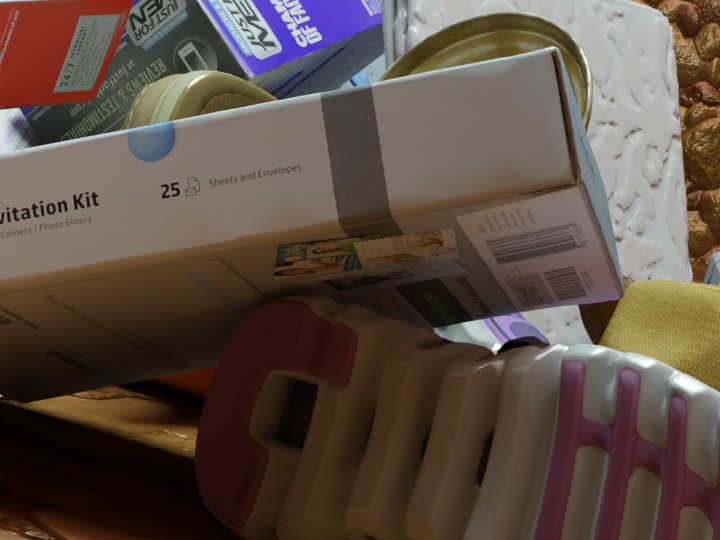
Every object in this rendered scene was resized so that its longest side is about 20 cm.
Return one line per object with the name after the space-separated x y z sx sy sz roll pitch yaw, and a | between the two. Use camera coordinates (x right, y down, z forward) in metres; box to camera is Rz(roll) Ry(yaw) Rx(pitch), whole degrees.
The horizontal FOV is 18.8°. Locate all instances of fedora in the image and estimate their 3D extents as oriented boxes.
0.152 0.053 0.835 0.200 0.082 0.201 14 4 -1 | fedora

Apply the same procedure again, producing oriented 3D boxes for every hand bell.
0.085 -0.004 0.885 0.104 0.104 0.200 18 -21 40 | hand bell

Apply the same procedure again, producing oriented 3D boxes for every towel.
0.081 -0.028 0.951 0.032 0.200 0.191 -10 -11 44 | towel

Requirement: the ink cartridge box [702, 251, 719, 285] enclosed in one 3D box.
0.240 0.050 1.100 0.146 0.084 0.200 15 5 7 | ink cartridge box

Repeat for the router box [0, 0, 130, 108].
-0.210 -0.135 0.784 0.179 0.049 0.200 -9 47 -43 | router box

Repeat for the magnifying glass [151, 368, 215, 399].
-0.121 0.014 0.812 0.200 0.022 0.080 20 -8 17 | magnifying glass

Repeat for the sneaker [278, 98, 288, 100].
0.000 0.000 0.941 0.078 0.075 0.200 -9 -41 42 | sneaker

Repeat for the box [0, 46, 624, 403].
-0.030 -0.006 0.623 0.200 0.041 0.156 -11 -13 9 | box

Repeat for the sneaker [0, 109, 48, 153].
-0.130 -0.025 0.986 0.200 0.081 0.088 16 36 -54 | sneaker

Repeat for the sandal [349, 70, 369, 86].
-0.071 -0.084 1.092 0.200 0.080 0.087 -25 46 -34 | sandal

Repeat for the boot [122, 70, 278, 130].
-0.078 -0.019 0.818 0.155 0.073 0.200 16 -18 29 | boot

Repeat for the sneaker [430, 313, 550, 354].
0.049 0.053 0.735 0.083 0.081 0.200 26 8 -26 | sneaker

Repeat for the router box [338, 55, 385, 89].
0.035 -0.052 1.109 0.049 0.180 0.200 19 2 -31 | router box

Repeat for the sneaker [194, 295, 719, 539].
0.052 0.059 0.569 0.200 0.081 0.088 17 -2 42 | sneaker

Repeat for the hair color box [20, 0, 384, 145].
-0.049 -0.102 0.968 0.065 0.109 0.200 56 33 0 | hair color box
